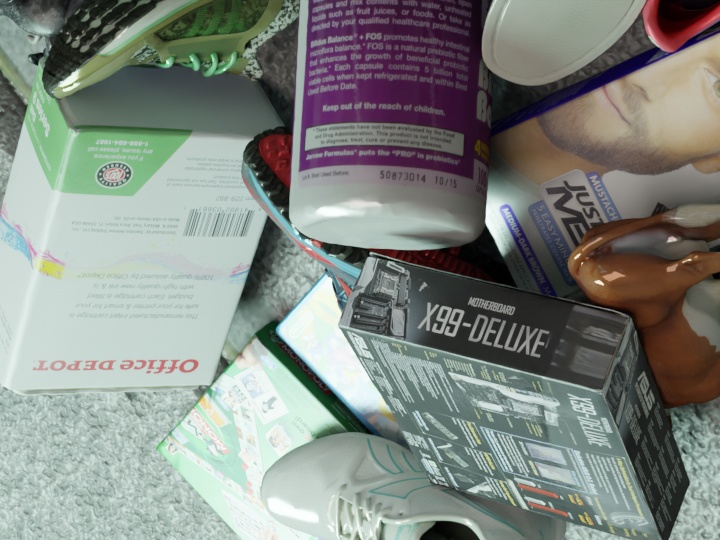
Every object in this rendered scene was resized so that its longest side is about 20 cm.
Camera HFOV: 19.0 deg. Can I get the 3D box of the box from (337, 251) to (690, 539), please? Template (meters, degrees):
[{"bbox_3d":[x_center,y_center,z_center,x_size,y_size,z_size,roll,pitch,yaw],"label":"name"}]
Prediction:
[{"bbox_3d":[0.090,0.076,1.210,0.157,0.050,0.200,13,154,27],"label":"box"}]

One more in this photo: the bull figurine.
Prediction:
[{"bbox_3d":[0.184,0.028,1.178,0.121,0.200,0.065,-16,58,18],"label":"bull figurine"}]

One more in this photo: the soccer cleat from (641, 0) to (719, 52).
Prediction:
[{"bbox_3d":[0.213,-0.192,1.101,0.067,0.077,0.200,34,130,-10],"label":"soccer cleat"}]

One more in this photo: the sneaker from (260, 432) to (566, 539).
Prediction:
[{"bbox_3d":[0.023,0.150,1.338,0.200,0.080,0.071,6,110,23],"label":"sneaker"}]

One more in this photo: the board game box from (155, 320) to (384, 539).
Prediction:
[{"bbox_3d":[-0.030,0.147,1.430,0.200,0.029,0.135,46,126,5],"label":"board game box"}]

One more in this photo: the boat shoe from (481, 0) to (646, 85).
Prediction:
[{"bbox_3d":[0.124,-0.184,1.127,0.074,0.060,0.200,16,130,-16],"label":"boat shoe"}]

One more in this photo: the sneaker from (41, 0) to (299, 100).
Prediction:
[{"bbox_3d":[-0.090,-0.140,1.260,0.089,0.200,0.077,65,170,-26],"label":"sneaker"}]

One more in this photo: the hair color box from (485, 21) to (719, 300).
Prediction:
[{"bbox_3d":[0.161,-0.061,1.205,0.200,0.065,0.110,-24,98,34],"label":"hair color box"}]

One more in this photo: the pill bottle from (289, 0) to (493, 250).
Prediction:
[{"bbox_3d":[0.020,-0.118,1.195,0.112,0.112,0.201,-2,80,31],"label":"pill bottle"}]

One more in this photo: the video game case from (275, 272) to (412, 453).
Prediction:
[{"bbox_3d":[0.054,0.066,1.351,0.200,0.018,0.143,46,125,5],"label":"video game case"}]

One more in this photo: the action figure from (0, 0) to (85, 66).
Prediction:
[{"bbox_3d":[-0.214,-0.172,1.352,0.199,0.102,0.119,-9,102,31],"label":"action figure"}]

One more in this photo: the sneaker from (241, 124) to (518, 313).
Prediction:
[{"bbox_3d":[0.000,0.000,1.283,0.200,0.079,0.096,40,141,-5],"label":"sneaker"}]

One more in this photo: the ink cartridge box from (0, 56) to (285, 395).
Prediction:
[{"bbox_3d":[-0.145,-0.025,1.339,0.088,0.145,0.201,58,138,46],"label":"ink cartridge box"}]
